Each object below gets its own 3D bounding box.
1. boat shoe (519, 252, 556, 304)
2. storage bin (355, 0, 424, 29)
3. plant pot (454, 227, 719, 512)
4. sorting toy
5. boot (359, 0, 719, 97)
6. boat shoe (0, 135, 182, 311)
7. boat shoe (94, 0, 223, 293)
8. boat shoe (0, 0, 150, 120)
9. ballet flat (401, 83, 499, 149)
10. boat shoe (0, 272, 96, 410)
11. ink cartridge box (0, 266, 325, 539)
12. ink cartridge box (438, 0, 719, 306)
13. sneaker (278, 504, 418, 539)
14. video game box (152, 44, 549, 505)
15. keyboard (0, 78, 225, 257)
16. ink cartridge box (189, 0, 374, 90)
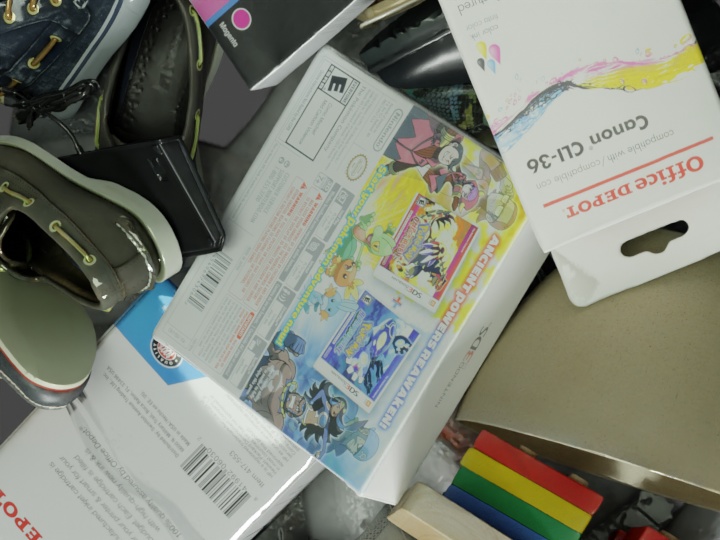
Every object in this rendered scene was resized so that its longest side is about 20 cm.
[{"bbox_3d":[0.043,-0.032,1.627,0.199,0.068,0.074,44,108,9],"label":"boat shoe"},{"bbox_3d":[0.046,-0.266,1.583,0.199,0.094,0.200,-24,90,19],"label":"storage bin"},{"bbox_3d":[0.168,0.051,1.544,0.200,0.200,0.135,17,84,16],"label":"plant pot"},{"bbox_3d":[0.120,0.161,1.556,0.199,0.200,0.070,32,84,2],"label":"sorting toy"},{"bbox_3d":[0.121,-0.096,1.516,0.200,0.076,0.168,-25,101,13],"label":"boot"},{"bbox_3d":[-0.190,-0.027,1.638,0.202,0.060,0.072,21,138,44],"label":"boat shoe"},{"bbox_3d":[-0.130,-0.081,1.682,0.072,0.061,0.201,14,101,16],"label":"boat shoe"},{"bbox_3d":[-0.184,-0.162,1.632,0.091,0.071,0.200,11,140,-23],"label":"boat shoe"},{"bbox_3d":[0.123,-0.104,1.601,0.200,0.074,0.074,-2,96,20],"label":"ballet flat"},{"bbox_3d":[-0.218,0.028,1.682,0.200,0.071,0.063,51,125,46],"label":"boat shoe"},{"bbox_3d":[-0.123,0.117,1.691,0.146,0.086,0.200,47,109,8],"label":"ink cartridge box"},{"bbox_3d":[0.125,-0.087,1.440,0.116,0.067,0.200,-23,95,5],"label":"ink cartridge box"},{"bbox_3d":[-0.045,0.200,1.692,0.200,0.075,0.082,-21,83,9],"label":"sneaker"},{"bbox_3d":[0.000,0.000,1.556,0.182,0.047,0.200,36,98,36],"label":"video game box"},{"bbox_3d":[-0.154,-0.061,1.632,0.200,0.021,0.127,-6,117,56],"label":"keyboard"},{"bbox_3d":[-0.014,-0.195,1.544,0.200,0.037,0.095,-38,81,27],"label":"ink cartridge box"}]
